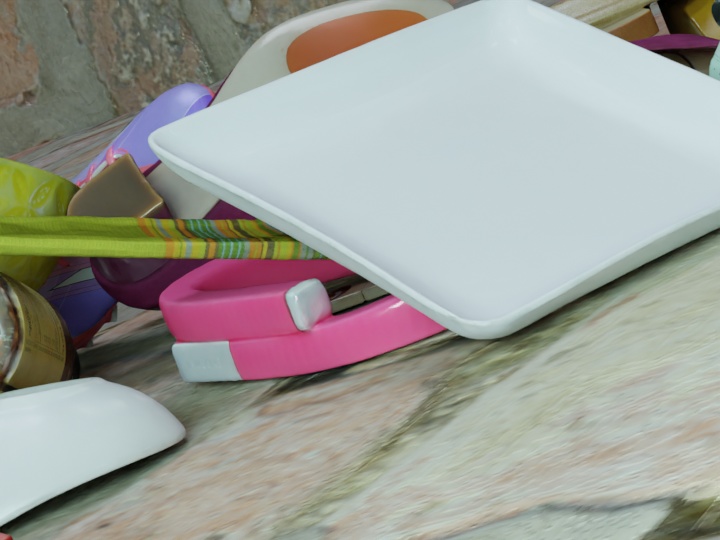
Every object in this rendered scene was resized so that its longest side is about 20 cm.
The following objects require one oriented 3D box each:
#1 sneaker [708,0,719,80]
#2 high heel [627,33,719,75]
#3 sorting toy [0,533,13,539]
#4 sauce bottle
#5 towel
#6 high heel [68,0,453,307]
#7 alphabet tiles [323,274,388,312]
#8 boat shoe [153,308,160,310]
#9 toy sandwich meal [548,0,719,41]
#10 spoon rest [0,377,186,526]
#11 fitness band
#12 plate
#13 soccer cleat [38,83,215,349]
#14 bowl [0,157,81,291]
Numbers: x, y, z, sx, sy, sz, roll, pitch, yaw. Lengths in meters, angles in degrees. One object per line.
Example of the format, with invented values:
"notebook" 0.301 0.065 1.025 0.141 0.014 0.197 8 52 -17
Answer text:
"sneaker" 0.237 -0.121 1.200 0.200 0.074 0.118 -30 17 -35
"high heel" 0.113 -0.080 1.247 0.096 0.067 0.200 -21 1 30
"sorting toy" -0.181 0.101 0.616 0.199 0.070 0.200 6 23 34
"sauce bottle" -0.155 0.035 1.143 0.066 0.066 0.200 -21 -8 0
"towel" -0.109 -0.016 1.080 0.200 0.018 0.086 0 3 -15
"high heel" -0.038 -0.054 1.253 0.200 0.067 0.096 -28 -24 1
"alphabet tiles" 0.032 -0.014 1.289 0.167 0.008 0.200 -19 8 12
"boat shoe" -0.064 -0.024 1.346 0.200 0.073 0.062 -24 10 38
"toy sandwich meal" 0.131 -0.121 1.561 0.205 0.070 0.205 -22 3 1
"spoon rest" -0.155 0.081 1.004 0.200 0.061 0.099 -10 1 -36
"fitness band" 0.000 0.000 1.139 0.144 0.037 0.200 -29 13 -33
"plate" 0.052 -0.039 1.064 0.200 0.032 0.200 -24 37 -33
"soccer cleat" -0.131 -0.021 1.335 0.076 0.067 0.200 1 -32 -36
"bowl" -0.234 -0.003 1.251 0.200 0.108 0.200 10 -5 1
